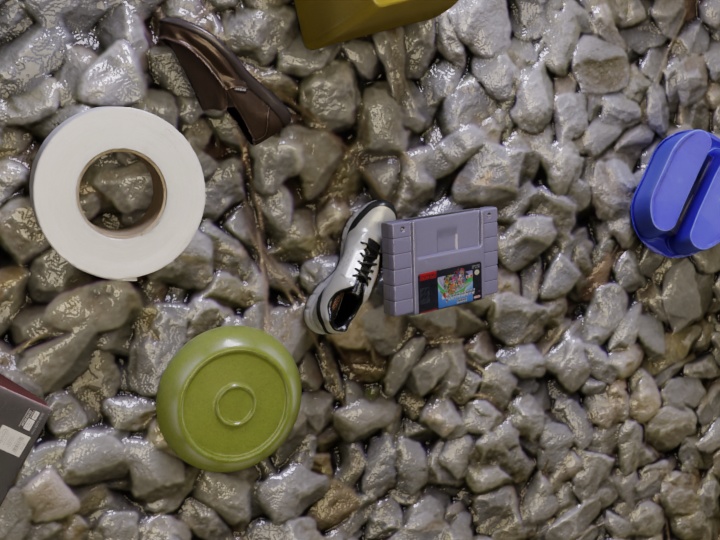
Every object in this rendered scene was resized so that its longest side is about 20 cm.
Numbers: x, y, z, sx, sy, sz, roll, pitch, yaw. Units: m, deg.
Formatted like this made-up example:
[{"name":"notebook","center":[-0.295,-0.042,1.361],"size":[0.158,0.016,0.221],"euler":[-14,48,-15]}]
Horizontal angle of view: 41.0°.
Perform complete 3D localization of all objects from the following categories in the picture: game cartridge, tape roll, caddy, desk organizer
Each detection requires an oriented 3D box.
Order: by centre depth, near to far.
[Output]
[{"name":"desk organizer","center":[-0.445,0.227,1.134],"size":[0.071,0.077,0.201],"euler":[29,87,-24]},{"name":"tape roll","center":[-0.289,-0.093,1.148],"size":[0.201,0.071,0.205],"euler":[-4,101,-23]},{"name":"game cartridge","center":[0.114,-0.013,1.323],"size":[0.199,0.038,0.131],"euler":[-11,100,-37]},{"name":"caddy","center":[0.496,-0.117,1.456],"size":[0.140,0.105,0.201],"euler":[26,89,-2]}]

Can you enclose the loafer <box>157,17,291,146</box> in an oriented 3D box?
[{"name":"loafer","center":[-0.172,-0.225,1.171],"size":[0.200,0.073,0.071],"euler":[40,82,-23]}]

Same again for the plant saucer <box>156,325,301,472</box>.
[{"name":"plant saucer","center":[-0.167,0.174,1.268],"size":[0.198,0.031,0.202],"euler":[-4,101,-23]}]

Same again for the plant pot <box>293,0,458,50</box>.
[{"name":"plant pot","center":[0.027,-0.393,1.169],"size":[0.198,0.176,0.202],"euler":[-19,106,-18]}]

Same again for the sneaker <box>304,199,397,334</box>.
[{"name":"sneaker","center":[0.000,0.000,1.281],"size":[0.073,0.080,0.201],"euler":[27,86,-22]}]
